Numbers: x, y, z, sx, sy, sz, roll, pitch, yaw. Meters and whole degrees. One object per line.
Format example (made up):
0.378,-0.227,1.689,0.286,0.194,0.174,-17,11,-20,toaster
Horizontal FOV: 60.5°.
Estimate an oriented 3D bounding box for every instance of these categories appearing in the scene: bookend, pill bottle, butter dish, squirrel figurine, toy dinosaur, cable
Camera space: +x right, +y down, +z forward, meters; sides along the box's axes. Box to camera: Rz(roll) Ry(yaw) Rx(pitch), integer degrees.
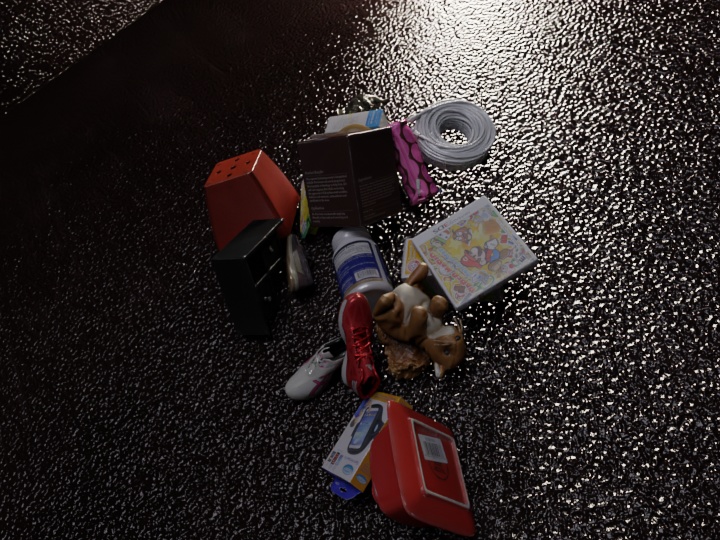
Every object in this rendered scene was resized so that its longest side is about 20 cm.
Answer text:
-0.236,0.013,1.456,0.091,0.203,0.199,-1,29,23,bookend
0.000,0.000,1.380,0.114,0.116,0.202,-23,48,6,pill bottle
0.081,0.356,1.053,0.147,0.199,0.202,-35,43,27,butter dish
0.119,0.128,1.209,0.186,0.201,0.141,42,47,15,squirrel figurine
0.002,-0.468,1.762,0.200,0.077,0.102,-46,57,-10,toy dinosaur
0.230,-0.333,1.525,0.199,0.070,0.200,-36,67,-19,cable

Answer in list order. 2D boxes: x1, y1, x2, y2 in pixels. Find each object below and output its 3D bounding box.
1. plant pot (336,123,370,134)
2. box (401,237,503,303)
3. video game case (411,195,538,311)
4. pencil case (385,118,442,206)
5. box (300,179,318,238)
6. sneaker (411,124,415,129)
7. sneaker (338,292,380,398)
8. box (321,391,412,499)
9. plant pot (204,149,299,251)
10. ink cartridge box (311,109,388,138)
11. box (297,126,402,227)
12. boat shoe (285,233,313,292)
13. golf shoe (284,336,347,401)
-0.014,-0.262,1.546,0.198,0.204,0.027,20,26,35,plant pot
0.195,-0.003,1.295,0.196,0.113,0.103,-4,54,19,box
0.220,-0.039,1.222,0.180,0.023,0.201,-31,51,1,video game case
0.115,-0.257,1.468,0.090,0.202,0.094,-25,3,27,pencil case
-0.119,-0.187,1.576,0.048,0.118,0.203,11,50,-15,box
0.121,-0.323,1.593,0.198,0.072,0.073,-24,70,-18,sneaker
0.010,0.151,1.200,0.077,0.204,0.115,-10,18,-20,sneaker
0.005,0.321,1.150,0.201,0.041,0.118,-54,21,-21,box
-0.289,-0.187,1.580,0.196,0.178,0.201,-14,34,14,plant pot
-0.019,-0.356,1.658,0.196,0.116,0.069,-2,53,22,ink cartridge box
-0.022,-0.215,1.434,0.164,0.204,0.163,4,19,42,box
-0.148,-0.019,1.498,0.064,0.073,0.201,-1,34,-10,boat shoe
-0.080,0.193,1.287,0.199,0.092,0.073,-35,50,-2,golf shoe
